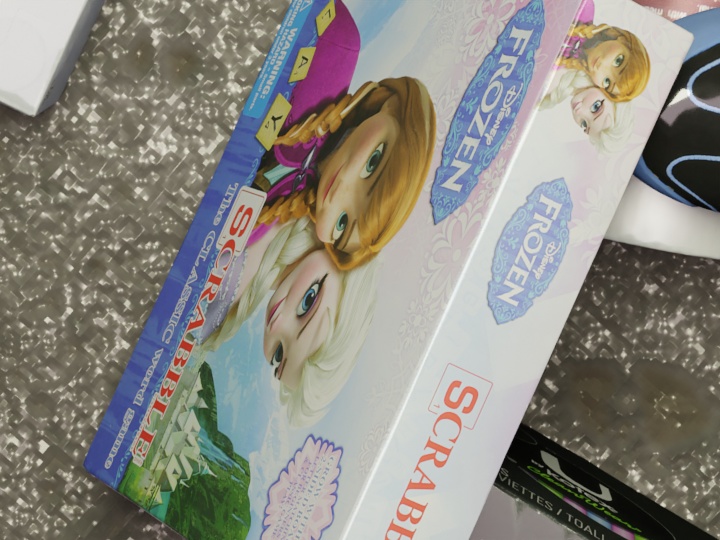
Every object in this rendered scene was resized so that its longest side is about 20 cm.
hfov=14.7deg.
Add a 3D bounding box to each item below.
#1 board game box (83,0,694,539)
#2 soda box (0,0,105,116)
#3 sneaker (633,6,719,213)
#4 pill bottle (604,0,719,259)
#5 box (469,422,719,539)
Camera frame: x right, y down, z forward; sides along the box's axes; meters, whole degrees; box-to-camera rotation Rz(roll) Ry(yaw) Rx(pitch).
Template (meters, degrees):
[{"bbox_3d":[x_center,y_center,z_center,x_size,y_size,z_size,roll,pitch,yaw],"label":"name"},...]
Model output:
[{"bbox_3d":[0.000,0.000,0.872,0.041,0.199,0.200,25,87,-26],"label":"board game box"},{"bbox_3d":[-0.093,-0.156,0.935,0.068,0.064,0.200,26,98,-2],"label":"soda box"},{"bbox_3d":[0.176,-0.037,0.845,0.199,0.078,0.070,2,111,-13],"label":"sneaker"},{"bbox_3d":[0.112,-0.110,0.912,0.109,0.110,0.201,11,98,0],"label":"pill bottle"},{"bbox_3d":[0.074,0.142,0.927,0.200,0.149,0.124,30,97,-2],"label":"box"}]
